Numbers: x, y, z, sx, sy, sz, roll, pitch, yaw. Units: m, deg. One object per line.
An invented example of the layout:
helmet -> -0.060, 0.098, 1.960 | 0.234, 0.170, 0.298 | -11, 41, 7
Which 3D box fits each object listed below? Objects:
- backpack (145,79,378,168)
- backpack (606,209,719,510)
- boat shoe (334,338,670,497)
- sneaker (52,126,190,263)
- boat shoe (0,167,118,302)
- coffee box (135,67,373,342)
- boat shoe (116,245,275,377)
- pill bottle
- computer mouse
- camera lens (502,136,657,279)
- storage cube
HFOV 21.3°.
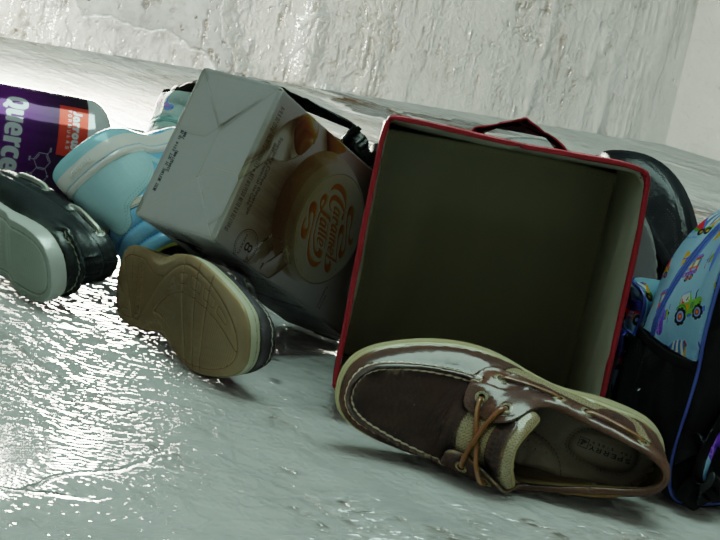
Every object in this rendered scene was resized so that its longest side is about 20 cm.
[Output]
backpack -> -0.096, -0.084, 1.661 | 0.199, 0.127, 0.167 | 22, -19, -17
backpack -> 0.251, 0.041, 1.191 | 0.181, 0.202, 0.134 | 6, 11, -27
boat shoe -> 0.083, 0.091, 1.095 | 0.199, 0.073, 0.072 | 18, 8, -3
sneaker -> -0.139, -0.036, 1.415 | 0.131, 0.079, 0.200 | 54, 21, 9
boat shoe -> -0.245, -0.033, 1.369 | 0.060, 0.076, 0.200 | -14, 35, -35
coffee box -> -0.051, -0.040, 1.332 | 0.079, 0.115, 0.200 | 17, -12, 37
boat shoe -> -0.099, 0.023, 1.253 | 0.064, 0.073, 0.200 | 1, 8, -30
pill bottle -> -0.282, -0.096, 1.581 | 0.198, 0.113, 0.112 | 9, 10, -18
computer mouse -> 0.254, -0.019, 1.534 | 0.052, 0.201, 0.139 | -25, -26, -1
camera lens -> 0.139, -0.016, 1.502 | 0.159, 0.161, 0.200 | 11, 9, -9
storage cube -> 0.081, -0.001, 1.251 | 0.170, 0.202, 0.180 | 11, 3, 0
